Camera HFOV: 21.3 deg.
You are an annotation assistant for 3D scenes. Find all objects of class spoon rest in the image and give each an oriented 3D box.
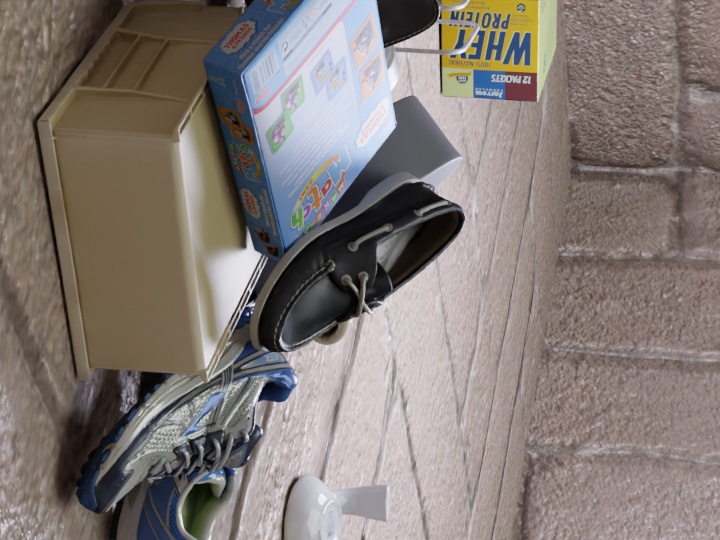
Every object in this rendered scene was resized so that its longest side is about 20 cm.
[{"bbox_3d":[-0.036,0.255,1.993,0.200,0.061,0.099,-3,96,-64],"label":"spoon rest"}]

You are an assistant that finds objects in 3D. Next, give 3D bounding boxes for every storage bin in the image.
[{"bbox_3d":[-0.133,-0.059,1.323,0.199,0.094,0.200,-69,159,-55],"label":"storage bin"}]

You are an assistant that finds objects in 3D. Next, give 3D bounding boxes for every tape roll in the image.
[{"bbox_3d":[-0.015,-0.055,1.546,0.066,0.200,0.200,52,13,4],"label":"tape roll"}]

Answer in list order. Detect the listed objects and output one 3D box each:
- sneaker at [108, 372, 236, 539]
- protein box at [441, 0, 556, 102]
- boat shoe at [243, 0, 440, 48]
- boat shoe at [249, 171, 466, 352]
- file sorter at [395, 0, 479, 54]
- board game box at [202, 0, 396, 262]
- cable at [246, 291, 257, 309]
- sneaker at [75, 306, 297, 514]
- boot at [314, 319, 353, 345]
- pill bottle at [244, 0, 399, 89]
[{"bbox_3d":[-0.121,0.131,1.413,0.076,0.077,0.200,27,68,-53],"label":"sneaker"},{"bbox_3d":[0.193,-0.362,2.634,0.200,0.135,0.199,-66,158,-59],"label":"protein box"},{"bbox_3d":[-0.028,-0.181,1.509,0.065,0.200,0.073,-112,-173,-49],"label":"boat shoe"},{"bbox_3d":[0.000,0.000,1.387,0.200,0.060,0.074,-38,143,-39],"label":"boat shoe"},{"bbox_3d":[0.059,-0.342,2.050,0.139,0.124,0.200,-60,151,-65],"label":"file sorter"},{"bbox_3d":[-0.036,-0.121,1.326,0.151,0.037,0.200,-53,152,-28],"label":"board game box"},{"bbox_3d":[-0.115,0.089,1.551,0.200,0.051,0.163,52,43,-73],"label":"cable"},{"bbox_3d":[-0.113,0.109,1.337,0.200,0.085,0.077,-44,180,-35],"label":"sneaker"},{"bbox_3d":[-0.019,-0.030,1.716,0.107,0.075,0.200,-62,156,-54],"label":"boot"},{"bbox_3d":[-0.038,-0.231,1.586,0.200,0.116,0.116,69,26,-43],"label":"pill bottle"}]
